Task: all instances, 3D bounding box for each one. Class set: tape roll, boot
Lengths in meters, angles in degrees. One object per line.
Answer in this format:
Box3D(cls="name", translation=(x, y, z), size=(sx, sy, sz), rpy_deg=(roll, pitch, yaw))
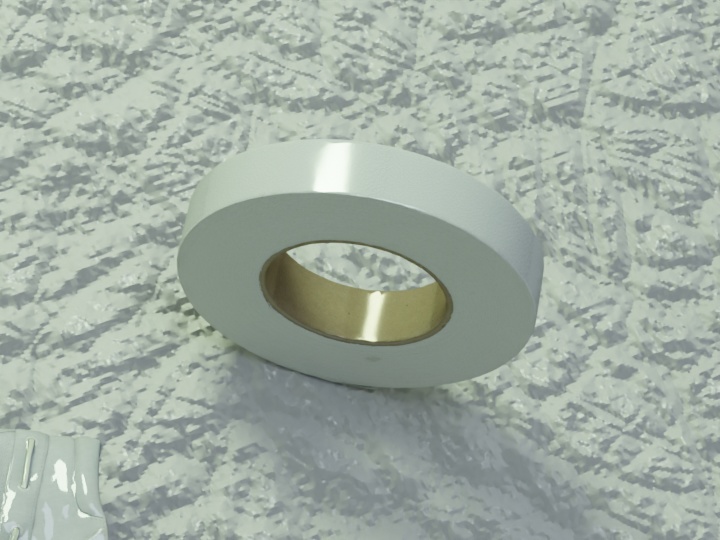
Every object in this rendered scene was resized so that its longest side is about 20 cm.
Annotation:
Box3D(cls="tape roll", translation=(0.000, 0.000, 1.364), size=(0.202, 0.203, 0.037), rpy_deg=(17, 59, -10))
Box3D(cls="boot", translation=(-0.169, 0.170, 1.286), size=(0.095, 0.074, 0.201), rpy_deg=(1, 61, -11))
